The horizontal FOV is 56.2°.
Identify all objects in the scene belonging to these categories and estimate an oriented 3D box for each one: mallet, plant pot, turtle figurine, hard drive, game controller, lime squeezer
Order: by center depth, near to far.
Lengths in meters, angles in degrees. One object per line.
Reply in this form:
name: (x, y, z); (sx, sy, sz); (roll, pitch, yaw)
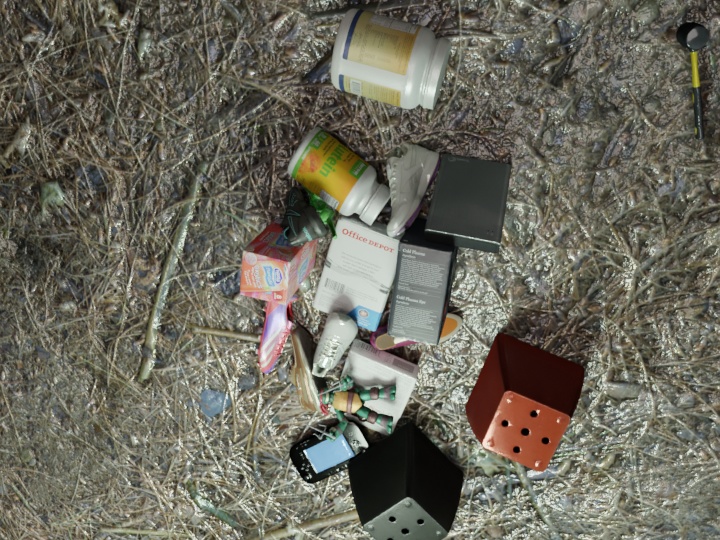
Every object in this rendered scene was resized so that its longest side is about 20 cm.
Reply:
mallet: (0.587, -0.327, 1.173); (0.040, 0.066, 0.205); (-11, 105, 14)
hard drive: (0.203, -0.130, 1.259); (0.136, 0.203, 0.033); (10, 143, 9)
plant pot: (0.331, 0.282, 1.360); (0.196, 0.177, 0.204); (21, 111, 4)
lime squeezer: (-0.079, -0.131, 1.369); (0.037, 0.071, 0.202); (-29, 63, -4)
turtle figurine: (-0.024, 0.282, 1.441); (0.195, 0.101, 0.153); (5, 110, 5)
plant pot: (0.097, 0.494, 1.458); (0.198, 0.178, 0.200); (-38, 107, 20)
game controller: (-0.070, 0.419, 1.561); (0.197, 0.042, 0.105); (-29, 105, 18)

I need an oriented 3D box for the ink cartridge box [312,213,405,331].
ink cartridge box: (0.000, 0.000, 1.394); (0.144, 0.086, 0.204); (20, 109, 5)

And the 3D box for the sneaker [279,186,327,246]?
sneaker: (-0.129, -0.106, 1.332); (0.078, 0.200, 0.076); (-34, 117, -3)

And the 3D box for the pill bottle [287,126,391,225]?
pill bottle: (-0.037, -0.181, 1.333); (0.198, 0.111, 0.112); (36, 111, 0)

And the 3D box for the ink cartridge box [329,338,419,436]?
ink cartridge box: (0.029, 0.264, 1.502); (0.158, 0.050, 0.203); (22, 128, 5)

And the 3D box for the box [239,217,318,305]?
box: (-0.159, -0.022, 1.360); (0.100, 0.201, 0.097); (12, 115, 8)

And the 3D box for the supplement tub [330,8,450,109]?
supplement tub: (0.056, -0.382, 1.233); (0.196, 0.145, 0.147); (17, 110, 6)

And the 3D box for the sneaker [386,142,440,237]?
sneaker: (0.080, -0.156, 1.294); (0.098, 0.075, 0.203); (25, 66, -2)

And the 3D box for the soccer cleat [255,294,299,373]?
soccer cleat: (-0.183, 0.138, 1.491); (0.075, 0.067, 0.205); (11, 106, 7)

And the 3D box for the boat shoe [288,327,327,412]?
boat shoe: (-0.129, 0.227, 1.501); (0.070, 0.076, 0.205); (-10, 103, 17)

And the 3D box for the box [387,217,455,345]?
box: (0.127, 0.015, 1.310); (0.102, 0.200, 0.186); (9, 110, 10)

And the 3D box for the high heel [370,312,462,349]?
high heel: (0.117, 0.128, 1.440); (0.196, 0.096, 0.069); (-20, 94, -5)

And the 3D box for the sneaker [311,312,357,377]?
sneaker: (-0.057, 0.160, 1.415); (0.069, 0.081, 0.202); (22, 142, 0)
